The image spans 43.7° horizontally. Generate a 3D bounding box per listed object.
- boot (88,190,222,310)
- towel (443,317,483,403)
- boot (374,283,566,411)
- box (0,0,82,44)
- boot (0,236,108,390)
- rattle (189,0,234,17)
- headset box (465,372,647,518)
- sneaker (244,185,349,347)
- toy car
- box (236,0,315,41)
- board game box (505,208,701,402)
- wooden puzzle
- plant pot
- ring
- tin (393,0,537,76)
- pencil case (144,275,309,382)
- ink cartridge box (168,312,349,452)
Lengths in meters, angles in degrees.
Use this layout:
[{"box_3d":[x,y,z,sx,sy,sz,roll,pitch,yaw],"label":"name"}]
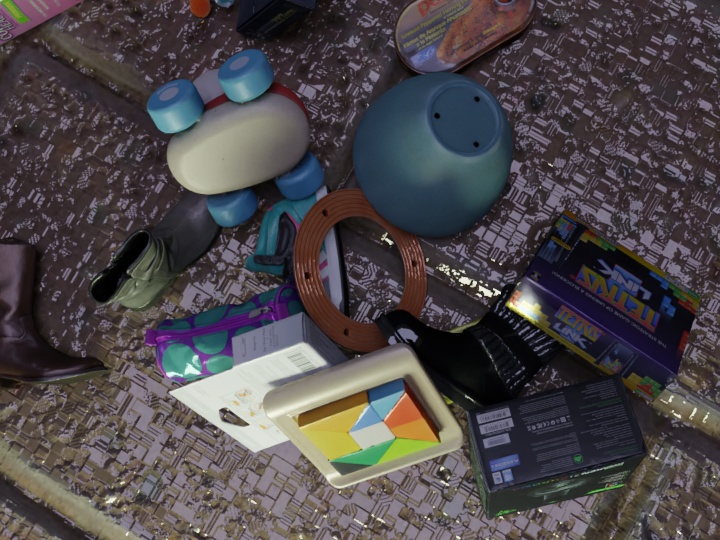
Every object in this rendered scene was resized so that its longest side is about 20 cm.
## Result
[{"box_3d":[-0.244,-0.032,1.109,0.068,0.131,0.201,36,86,7],"label":"boot"},{"box_3d":[0.084,0.132,1.126,0.198,0.018,0.087,-22,87,0],"label":"towel"},{"box_3d":[0.134,0.072,1.068,0.211,0.079,0.158,38,92,-19],"label":"boot"},{"box_3d":[-0.469,-0.424,1.191,0.199,0.097,0.177,-28,82,0],"label":"box"},{"box_3d":[-0.417,0.047,1.150,0.184,0.064,0.202,-4,78,1],"label":"boot"},{"box_3d":[-0.208,-0.451,1.151,0.129,0.143,0.201,21,85,16],"label":"rattle"},{"box_3d":[0.214,0.207,1.021,0.173,0.200,0.094,-14,66,1],"label":"headset box"},{"box_3d":[-0.081,0.002,1.119,0.120,0.084,0.202,-9,84,5],"label":"sneaker"},{"box_3d":[-0.153,-0.197,1.113,0.176,0.185,0.201,-21,41,8],"label":"toy car"},{"box_3d":[-0.095,-0.409,1.136,0.051,0.157,0.202,13,83,-26],"label":"box"},{"box_3d":[0.290,0.035,1.057,0.199,0.057,0.165,33,41,7],"label":"board game box"},{"box_3d":[0.009,0.179,1.036,0.184,0.201,0.037,-21,43,11],"label":"wooden puzzle"},{"box_3d":[0.102,-0.156,1.073,0.198,0.135,0.202,3,75,-13],"label":"plant pot"},{"box_3d":[0.000,0.000,1.092,0.199,0.019,0.202,10,73,-34],"label":"ring"},{"box_3d":[0.135,-0.325,1.170,0.199,0.042,0.113,-30,86,-1],"label":"tin"},{"box_3d":[-0.153,0.075,1.080,0.199,0.092,0.086,-17,61,24],"label":"pencil case"},{"box_3d":[-0.097,0.137,1.046,0.172,0.200,0.044,-19,53,16],"label":"ink cartridge box"}]
